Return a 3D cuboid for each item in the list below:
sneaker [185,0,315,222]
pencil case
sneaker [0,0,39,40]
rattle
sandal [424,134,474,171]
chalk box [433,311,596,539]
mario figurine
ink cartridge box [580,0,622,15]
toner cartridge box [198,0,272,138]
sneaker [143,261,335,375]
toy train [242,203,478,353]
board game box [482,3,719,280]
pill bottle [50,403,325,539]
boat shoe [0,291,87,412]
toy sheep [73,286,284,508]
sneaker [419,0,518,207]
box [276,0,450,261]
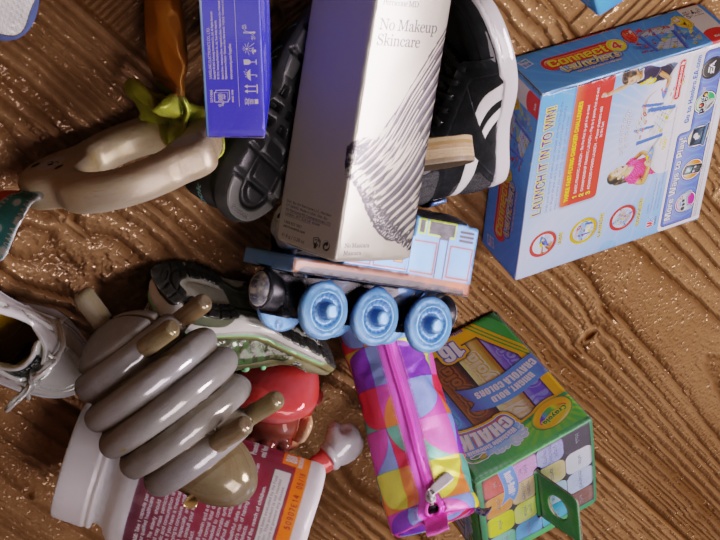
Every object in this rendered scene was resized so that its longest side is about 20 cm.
[{"bbox_3d":[-0.066,-0.133,1.644,0.200,0.079,0.075,-57,134,-11],"label":"sneaker"},{"bbox_3d":[0.040,0.124,1.862,0.088,0.201,0.088,-17,170,-3],"label":"pencil case"},{"bbox_3d":[-0.236,-0.213,1.420,0.075,0.088,0.200,-26,140,-18],"label":"sneaker"},{"bbox_3d":[-0.205,-0.101,1.565,0.199,0.130,0.143,-13,129,8],"label":"rattle"},{"bbox_3d":[-0.021,-0.104,1.707,0.211,0.070,0.078,-7,177,2],"label":"sandal"},{"bbox_3d":[0.125,0.160,1.958,0.124,0.200,0.125,-26,139,-16],"label":"chalk box"},{"bbox_3d":[-0.074,0.163,1.884,0.123,0.106,0.201,12,98,-23],"label":"mario figurine"},{"bbox_3d":[0.188,-0.303,1.679,0.116,0.067,0.200,-33,140,-8],"label":"ink cartridge box"},{"bbox_3d":[-0.085,-0.199,1.508,0.043,0.095,0.201,-1,118,0],"label":"toner cartridge box"},{"bbox_3d":[-0.107,0.055,1.794,0.200,0.077,0.089,21,123,-39],"label":"sneaker"},{"bbox_3d":[0.000,0.000,1.768,0.199,0.087,0.115,9,90,-37],"label":"toy train"},{"bbox_3d":[0.207,-0.108,1.885,0.195,0.056,0.201,-17,136,-24],"label":"board game box"},{"bbox_3d":[-0.137,0.179,1.776,0.199,0.114,0.114,18,123,-1],"label":"pill bottle"},{"bbox_3d":[-0.254,0.059,1.660,0.075,0.086,0.202,-41,140,3],"label":"boat shoe"},{"bbox_3d":[-0.145,0.092,1.675,0.138,0.200,0.138,-34,180,0],"label":"toy sheep"},{"bbox_3d":[0.059,-0.123,1.743,0.112,0.073,0.200,-24,138,-17],"label":"sneaker"},{"bbox_3d":[0.002,-0.110,1.614,0.082,0.068,0.201,-4,108,-43],"label":"box"}]
